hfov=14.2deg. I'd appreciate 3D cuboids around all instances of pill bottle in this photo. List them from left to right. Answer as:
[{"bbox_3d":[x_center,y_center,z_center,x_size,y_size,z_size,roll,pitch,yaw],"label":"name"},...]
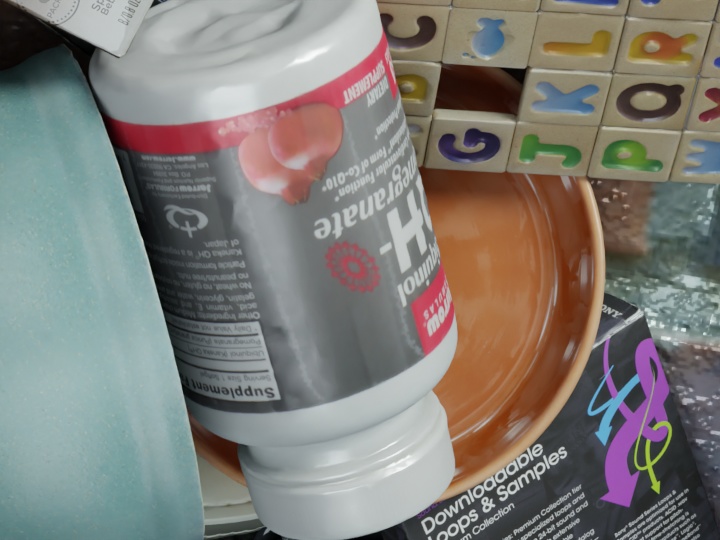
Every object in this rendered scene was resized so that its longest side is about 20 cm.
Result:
[{"bbox_3d":[-0.025,-0.003,1.090,0.111,0.111,0.200,-10,114,11],"label":"pill bottle"}]

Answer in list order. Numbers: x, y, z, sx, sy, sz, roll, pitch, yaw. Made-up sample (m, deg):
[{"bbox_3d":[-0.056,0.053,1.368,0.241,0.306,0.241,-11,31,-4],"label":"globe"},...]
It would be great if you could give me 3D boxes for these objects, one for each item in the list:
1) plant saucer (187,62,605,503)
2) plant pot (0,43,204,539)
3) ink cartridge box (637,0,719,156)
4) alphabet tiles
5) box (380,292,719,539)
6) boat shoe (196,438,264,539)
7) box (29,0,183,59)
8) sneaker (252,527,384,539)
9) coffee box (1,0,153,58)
[{"bbox_3d":[0.000,0.000,1.186,0.200,0.032,0.201,0,85,2],"label":"plant saucer"},{"bbox_3d":[-0.151,0.028,1.093,0.134,0.200,0.200,-16,123,-10],"label":"plant pot"},{"bbox_3d":[0.194,-0.141,1.092,0.196,0.043,0.200,-16,144,3],"label":"ink cartridge box"},{"bbox_3d":[0.084,-0.098,1.085,0.167,0.008,0.200,3,145,-4],"label":"alphabet tiles"},{"bbox_3d":[0.091,0.128,1.271,0.143,0.036,0.200,-33,123,-20],"label":"box"},{"bbox_3d":[-0.118,0.087,1.207,0.201,0.072,0.060,2,142,-9],"label":"boat shoe"},{"bbox_3d":[-0.053,-0.168,1.100,0.200,0.050,0.199,36,105,-18],"label":"box"},{"bbox_3d":[-0.054,0.148,1.257,0.200,0.078,0.140,-19,159,-23],"label":"sneaker"},{"bbox_3d":[-0.089,-0.192,1.018,0.113,0.080,0.200,26,108,-16],"label":"coffee box"}]
